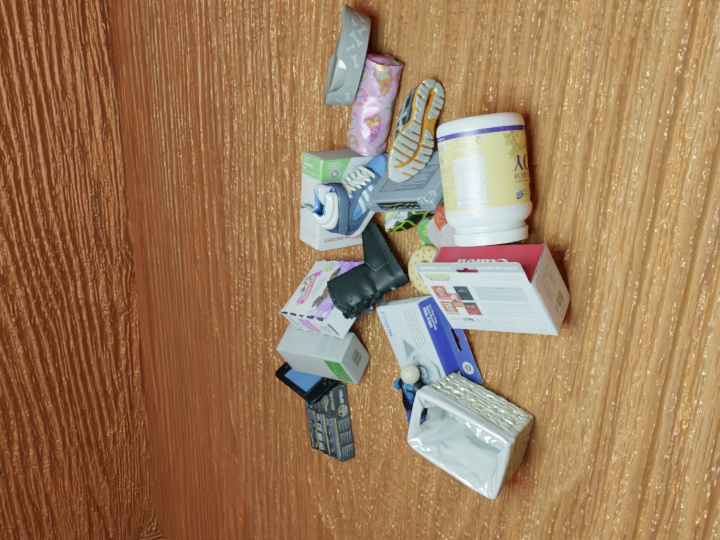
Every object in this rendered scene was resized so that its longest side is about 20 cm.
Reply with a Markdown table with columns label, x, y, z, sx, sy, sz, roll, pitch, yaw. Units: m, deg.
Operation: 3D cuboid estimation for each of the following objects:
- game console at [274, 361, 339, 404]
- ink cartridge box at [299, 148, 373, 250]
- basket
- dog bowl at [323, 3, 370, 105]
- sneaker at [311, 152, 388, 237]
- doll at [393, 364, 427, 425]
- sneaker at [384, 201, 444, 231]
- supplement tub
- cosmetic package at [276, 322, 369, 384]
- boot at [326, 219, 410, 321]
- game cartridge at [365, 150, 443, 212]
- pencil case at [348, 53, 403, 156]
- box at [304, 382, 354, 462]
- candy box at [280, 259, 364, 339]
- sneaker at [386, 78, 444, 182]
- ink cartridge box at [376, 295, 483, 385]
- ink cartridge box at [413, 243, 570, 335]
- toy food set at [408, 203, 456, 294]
| label | x | y | z | sx | sy | sz | roll | pitch | yaw |
| --- | --- | --- | --- | --- | --- | --- | --- | --- | --- |
| game console | -0.136 | 0.223 | 1.647 | 0.199 | 0.176 | 0.117 | 23 | 146 | 49 |
| ink cartridge box | -0.054 | -0.160 | 1.390 | 0.084 | 0.144 | 0.202 | 30 | 123 | 46 |
| basket | 0.204 | 0.295 | 1.155 | 0.199 | 0.123 | 0.137 | 25 | 121 | 33 |
| dog bowl | -0.028 | -0.433 | 1.279 | 0.200 | 0.058 | 0.203 | -169 | 90 | -80 |
| sneaker | -0.023 | -0.171 | 1.295 | 0.080 | 0.146 | 0.202 | 38 | 103 | 42 |
| doll | 0.122 | 0.277 | 1.309 | 0.135 | 0.048 | 0.202 | 15 | 130 | 41 |
| sneaker | 0.107 | -0.139 | 1.238 | 0.199 | 0.075 | 0.077 | -25 | 74 | 50 |
| supplement tub | 0.207 | -0.149 | 1.034 | 0.145 | 0.144 | 0.203 | 2 | 101 | 54 |
| cosmetic package | -0.091 | 0.199 | 1.517 | 0.198 | 0.085 | 0.108 | 3 | 143 | 34 |
| boot | 0.000 | 0.000 | 1.336 | 0.199 | 0.161 | 0.073 | 62 | -173 | 35 |
| game cartridge | 0.106 | -0.170 | 1.188 | 0.040 | 0.134 | 0.199 | 44 | 160 | -30 |
| pencil case | 0.029 | -0.336 | 1.282 | 0.087 | 0.087 | 0.202 | 40 | 131 | 40 |
| box | -0.089 | 0.395 | 1.683 | 0.160 | 0.049 | 0.203 | 1 | 101 | 56 |
| candy box | -0.073 | 0.062 | 1.462 | 0.072 | 0.169 | 0.199 | 45 | 156 | -29 |
| sneaker | 0.097 | -0.261 | 1.185 | 0.077 | 0.078 | 0.202 | 10 | 76 | 64 |
| ink cartridge box | 0.135 | 0.151 | 1.273 | 0.199 | 0.040 | 0.202 | -13 | 102 | 55 |
| ink cartridge box | 0.213 | 0.016 | 1.018 | 0.198 | 0.084 | 0.176 | 1 | 140 | 40 |
| toy food set | 0.174 | -0.023 | 1.198 | 0.200 | 0.048 | 0.200 | 39 | 129 | 42 |
